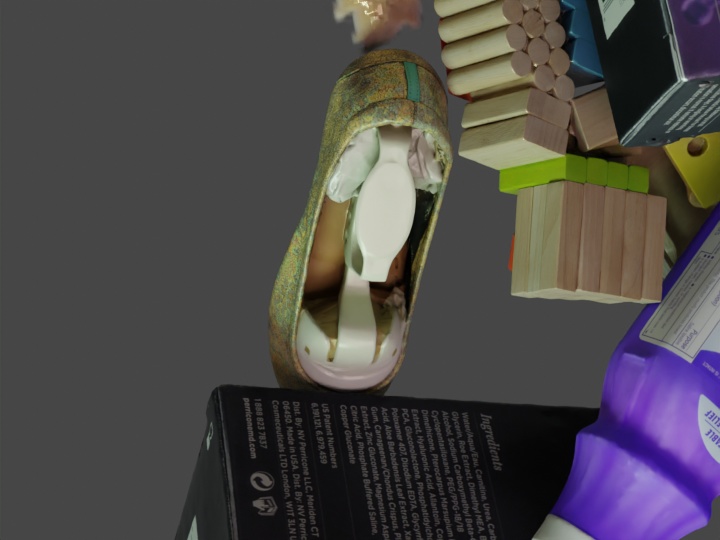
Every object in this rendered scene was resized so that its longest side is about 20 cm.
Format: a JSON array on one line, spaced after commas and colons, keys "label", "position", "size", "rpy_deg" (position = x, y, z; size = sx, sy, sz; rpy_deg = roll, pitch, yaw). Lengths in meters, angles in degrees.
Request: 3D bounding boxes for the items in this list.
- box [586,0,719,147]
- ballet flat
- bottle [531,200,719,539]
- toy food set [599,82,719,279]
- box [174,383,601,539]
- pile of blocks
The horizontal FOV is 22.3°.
[{"label": "box", "position": [0.189, -0.144, 0.711], "size": [0.200, 0.104, 0.148], "rpy_deg": [-12, 81, -6]}, {"label": "ballet flat", "position": [0.000, 0.000, 0.818], "size": [0.071, 0.071, 0.200], "rpy_deg": [3, 121, -15]}, {"label": "bottle", "position": [0.149, 0.049, 0.783], "size": [0.084, 0.065, 0.200], "rpy_deg": [43, 78, -28]}, {"label": "toy food set", "position": [0.214, -0.064, 0.831], "size": [0.200, 0.060, 0.144], "rpy_deg": [-33, 123, 8]}, {"label": "box", "position": [0.013, 0.165, 0.871], "size": [0.200, 0.117, 0.197], "rpy_deg": [4, 134, -16]}, {"label": "pile of blocks", "position": [0.073, -0.076, 0.778], "size": [0.082, 0.062, 0.200], "rpy_deg": [-20, 97, -32]}]
